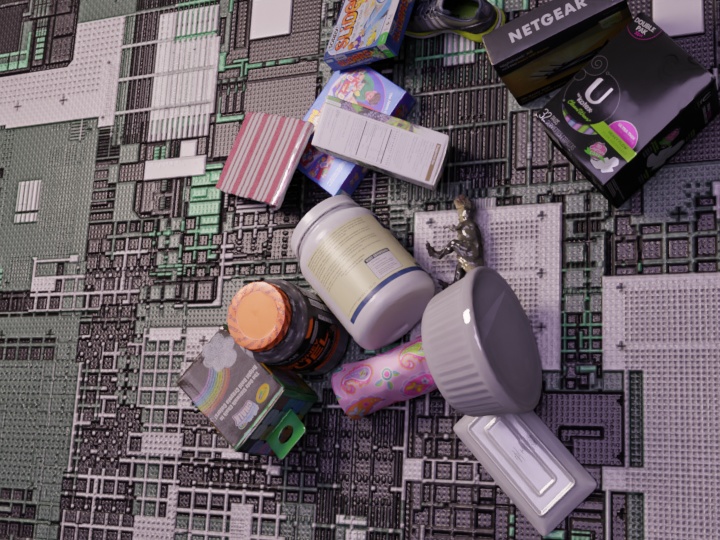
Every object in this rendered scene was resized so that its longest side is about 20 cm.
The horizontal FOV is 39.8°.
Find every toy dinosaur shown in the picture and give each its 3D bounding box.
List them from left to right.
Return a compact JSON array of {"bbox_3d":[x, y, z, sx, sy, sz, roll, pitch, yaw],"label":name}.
[{"bbox_3d":[0.149,-0.017,1.471,0.087,0.047,0.203,-18,74,13],"label":"toy dinosaur"}]

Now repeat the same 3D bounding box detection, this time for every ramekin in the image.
[{"bbox_3d":[0.162,0.104,1.356,0.093,0.201,0.205,-21,70,28],"label":"ramekin"}]

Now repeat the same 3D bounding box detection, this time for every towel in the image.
[{"bbox_3d":[-0.155,-0.182,1.619,0.199,0.030,0.148,19,85,51],"label":"towel"}]

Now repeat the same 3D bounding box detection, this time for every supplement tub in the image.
[{"bbox_3d":[-0.107,0.084,1.477,0.121,0.200,0.125,-6,76,23],"label":"supplement tub"},{"bbox_3d":[0.000,0.000,1.478,0.145,0.145,0.200,-45,64,9],"label":"supplement tub"}]

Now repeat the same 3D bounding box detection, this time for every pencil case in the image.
[{"bbox_3d":[0.058,0.148,1.449,0.198,0.087,0.089,-25,69,17],"label":"pencil case"}]

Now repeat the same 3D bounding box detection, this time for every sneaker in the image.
[{"bbox_3d":[0.126,-0.408,1.552,0.197,0.081,0.075,9,81,27],"label":"sneaker"}]

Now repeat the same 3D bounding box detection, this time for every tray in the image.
[{"bbox_3d":[0.224,0.257,1.383,0.107,0.022,0.200,-45,64,8],"label":"tray"}]

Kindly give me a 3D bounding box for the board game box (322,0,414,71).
[{"bbox_3d":[0.025,-0.418,1.578,0.134,0.034,0.203,-5,59,42],"label":"board game box"}]

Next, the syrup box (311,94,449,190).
[{"bbox_3d":[0.033,-0.192,1.507,0.197,0.079,0.083,18,92,6],"label":"syrup box"}]

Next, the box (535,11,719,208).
[{"bbox_3d":[0.370,-0.218,1.370,0.200,0.124,0.149,-43,66,9],"label":"box"}]

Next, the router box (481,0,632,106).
[{"bbox_3d":[0.289,-0.324,1.415,0.198,0.157,0.053,-24,69,18],"label":"router box"}]

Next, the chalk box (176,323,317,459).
[{"bbox_3d":[-0.157,0.199,1.518,0.200,0.124,0.125,43,96,25],"label":"chalk box"}]

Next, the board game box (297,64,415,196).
[{"bbox_3d":[-0.022,-0.228,1.598,0.134,0.045,0.201,38,95,27],"label":"board game box"}]
